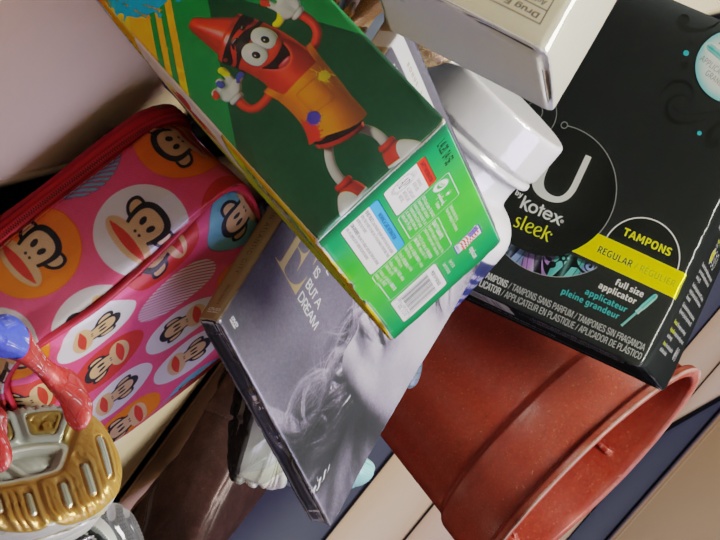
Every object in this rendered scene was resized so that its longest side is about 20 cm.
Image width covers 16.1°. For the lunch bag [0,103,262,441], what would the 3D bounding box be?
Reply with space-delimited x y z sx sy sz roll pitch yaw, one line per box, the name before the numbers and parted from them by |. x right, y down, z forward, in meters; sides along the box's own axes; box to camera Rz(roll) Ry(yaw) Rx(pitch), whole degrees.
lunch bag | -0.130 0.024 1.214 0.176 0.082 0.200 -40 165 -15

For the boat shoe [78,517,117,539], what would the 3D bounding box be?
boat shoe | -0.218 0.169 1.268 0.199 0.076 0.060 -21 -168 5

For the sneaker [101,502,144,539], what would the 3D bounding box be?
sneaker | -0.211 0.188 1.449 0.082 0.075 0.199 -28 166 37

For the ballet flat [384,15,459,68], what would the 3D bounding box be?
ballet flat | 0.075 -0.141 1.334 0.199 0.070 0.066 -13 124 -48

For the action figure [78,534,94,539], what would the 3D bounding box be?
action figure | -0.214 0.161 1.203 0.198 0.131 0.070 -14 143 1

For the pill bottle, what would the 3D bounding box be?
pill bottle | 0.012 -0.023 1.388 0.200 0.120 0.120 -47 164 11

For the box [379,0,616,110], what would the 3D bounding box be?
box | 0.093 -0.184 1.130 0.201 0.095 0.078 -58 166 -10

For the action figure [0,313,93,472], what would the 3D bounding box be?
action figure | -0.173 0.034 1.021 0.065 0.099 0.200 -29 138 8

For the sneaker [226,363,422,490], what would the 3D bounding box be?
sneaker | -0.007 0.020 1.310 0.078 0.086 0.201 -123 -132 -70

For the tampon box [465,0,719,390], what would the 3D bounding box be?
tampon box | 0.148 -0.056 1.488 0.201 0.149 0.126 -65 166 -3

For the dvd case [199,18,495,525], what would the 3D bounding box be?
dvd case | 0.000 0.000 1.232 0.201 0.016 0.149 -60 141 -33

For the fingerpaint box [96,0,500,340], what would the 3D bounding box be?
fingerpaint box | -0.028 -0.072 1.069 0.073 0.167 0.200 -42 164 -2

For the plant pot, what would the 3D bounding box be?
plant pot | 0.085 0.068 1.669 0.200 0.195 0.201 -40 165 -14

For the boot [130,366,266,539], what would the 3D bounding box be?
boot | -0.087 0.143 1.545 0.200 0.072 0.167 -48 -164 38

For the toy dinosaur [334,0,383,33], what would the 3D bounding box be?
toy dinosaur | 0.010 -0.140 1.192 0.106 0.060 0.200 -31 160 -44

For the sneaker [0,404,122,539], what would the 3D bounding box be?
sneaker | -0.208 0.113 1.141 0.198 0.076 0.088 -1 154 -19
